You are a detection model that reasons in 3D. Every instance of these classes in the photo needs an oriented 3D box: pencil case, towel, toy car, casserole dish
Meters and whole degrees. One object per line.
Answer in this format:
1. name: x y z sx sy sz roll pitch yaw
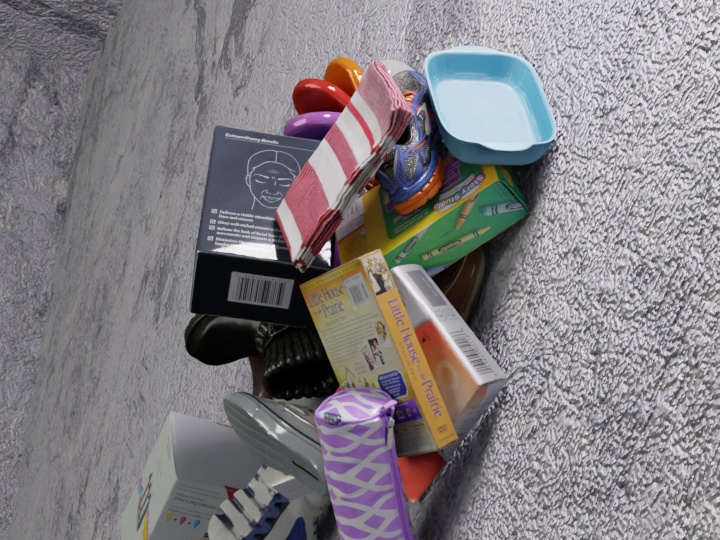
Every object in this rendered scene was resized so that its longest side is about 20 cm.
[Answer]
1. pencil case: 0.013 0.210 1.506 0.084 0.085 0.201 -45 -51 -54
2. towel: -0.023 -0.109 1.562 0.200 0.023 0.144 -55 24 16
3. toy car: -0.021 -0.172 1.904 0.175 0.150 0.201 -37 41 58
4. casserole dish: 0.129 -0.164 1.572 0.200 0.121 0.039 -101 15 -50

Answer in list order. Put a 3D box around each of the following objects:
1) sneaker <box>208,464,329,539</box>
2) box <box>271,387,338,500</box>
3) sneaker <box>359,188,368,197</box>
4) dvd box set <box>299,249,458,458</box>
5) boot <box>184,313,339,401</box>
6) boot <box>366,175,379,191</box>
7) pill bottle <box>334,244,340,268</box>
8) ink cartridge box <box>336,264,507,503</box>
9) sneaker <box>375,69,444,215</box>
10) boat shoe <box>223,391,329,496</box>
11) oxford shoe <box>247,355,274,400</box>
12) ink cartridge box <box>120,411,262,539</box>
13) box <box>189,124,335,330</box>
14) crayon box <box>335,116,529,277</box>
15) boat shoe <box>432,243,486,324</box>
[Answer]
1. sneaker: -0.074 0.270 1.792 0.199 0.115 0.081 -42 44 -1
2. box: -0.027 0.143 1.739 0.156 0.041 0.200 -25 44 25
3. sneaker: 0.000 0.001 1.713 0.200 0.104 0.060 58 169 14
4. dvd box set: 0.015 0.089 1.526 0.146 0.029 0.200 -26 87 61
5. boot: -0.109 0.091 1.757 0.211 0.079 0.158 -28 44 19
6. boot: 0.049 -0.088 1.724 0.075 0.107 0.200 -63 25 12
7. pill bottle: -0.076 -0.018 1.855 0.112 0.200 0.113 -164 90 -70
8. ink cartridge box: 0.043 0.118 1.557 0.162 0.050 0.200 53 127 28
9. sneaker: 0.046 -0.150 1.594 0.075 0.078 0.200 -27 36 21
10. boat shoe: -0.069 0.181 1.674 0.200 0.067 0.074 32 141 42
11. oxford shoe: -0.124 0.092 1.880 0.071 0.072 0.200 129 150 -49
12. ink cartridge box: -0.218 0.320 2.042 0.145 0.145 0.200 -107 38 -56
13. box: -0.104 -0.049 1.712 0.107 0.148 0.200 103 173 -48
14. crayon box: 0.069 -0.058 1.595 0.200 0.058 0.119 -33 35 18
15. boat shoe: 0.065 0.046 1.618 0.200 0.074 0.076 -64 22 17
